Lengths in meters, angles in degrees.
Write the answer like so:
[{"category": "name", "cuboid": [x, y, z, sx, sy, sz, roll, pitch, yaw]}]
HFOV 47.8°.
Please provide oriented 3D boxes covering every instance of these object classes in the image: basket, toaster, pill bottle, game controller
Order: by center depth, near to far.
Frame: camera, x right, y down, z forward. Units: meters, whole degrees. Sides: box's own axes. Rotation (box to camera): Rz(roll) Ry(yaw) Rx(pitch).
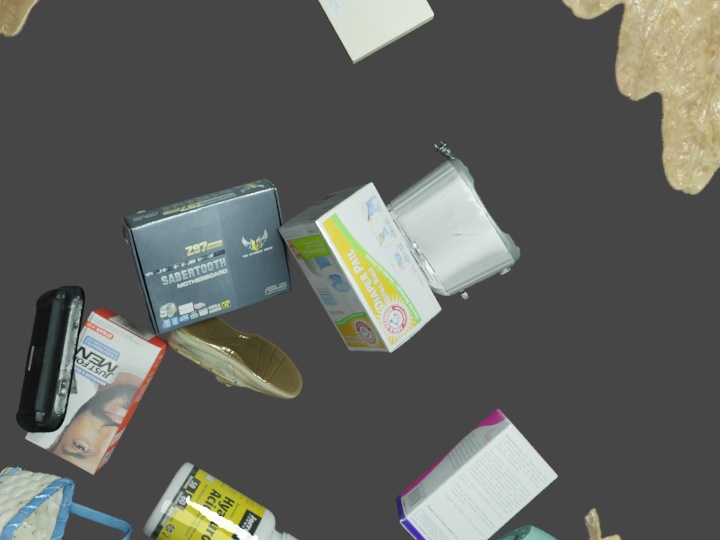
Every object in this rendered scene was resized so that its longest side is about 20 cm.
[{"category": "basket", "cuboid": [-0.434, 0.361, 1.098, 0.200, 0.176, 0.139, 17, 107, 12]}, {"category": "game controller", "cuboid": [-0.421, 0.119, 1.106, 0.042, 0.104, 0.200, 18, 69, -39]}, {"category": "toaster", "cuboid": [0.115, -0.061, 1.109, 0.129, 0.114, 0.200, -33, 95, 3]}, {"category": "pill bottle", "cuboid": [-0.187, 0.362, 1.125, 0.200, 0.111, 0.111, 31, 92, -3]}]

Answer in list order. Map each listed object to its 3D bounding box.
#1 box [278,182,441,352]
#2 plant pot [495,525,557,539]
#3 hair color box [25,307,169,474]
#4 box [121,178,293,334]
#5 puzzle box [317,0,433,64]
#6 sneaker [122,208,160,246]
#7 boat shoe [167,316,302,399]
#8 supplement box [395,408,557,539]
[{"category": "box", "cuboid": [0.000, 0.000, 1.079, 0.101, 0.112, 0.200, -37, 106, -28]}, {"category": "plant pot", "cuboid": [0.224, 0.448, 1.097, 0.200, 0.201, 0.161, -33, 80, 1]}, {"category": "hair color box", "cuboid": [-0.366, 0.167, 1.139, 0.111, 0.064, 0.200, 28, 93, -2]}, {"category": "box", "cuboid": [-0.197, -0.020, 1.078, 0.200, 0.051, 0.158, -18, 119, -21]}, {"category": "puzzle box", "cuboid": [-0.002, -0.409, 1.135, 0.133, 0.025, 0.200, -29, 92, 1]}, {"category": "sneaker", "cuboid": [-0.232, -0.055, 1.115, 0.199, 0.091, 0.078, -7, 90, -1]}, {"category": "boat shoe", "cuboid": [-0.176, 0.127, 1.143, 0.200, 0.072, 0.065, 30, 128, -8]}, {"category": "supplement box", "cuboid": [0.157, 0.302, 1.131, 0.200, 0.101, 0.103, -43, 92, 2]}]
